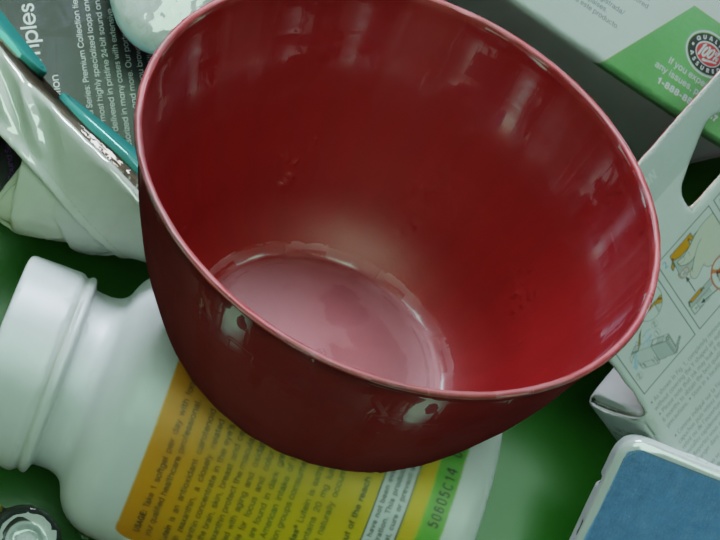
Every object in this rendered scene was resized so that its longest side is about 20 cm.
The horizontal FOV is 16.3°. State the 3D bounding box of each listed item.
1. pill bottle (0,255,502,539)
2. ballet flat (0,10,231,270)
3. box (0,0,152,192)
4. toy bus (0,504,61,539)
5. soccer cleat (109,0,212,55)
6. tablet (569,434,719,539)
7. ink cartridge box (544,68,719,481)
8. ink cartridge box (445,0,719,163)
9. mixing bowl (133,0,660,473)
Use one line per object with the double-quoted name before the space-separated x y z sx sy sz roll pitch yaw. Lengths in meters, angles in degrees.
"pill bottle" -0.053 0.067 1.000 0.199 0.111 0.112 21 74 -6
"ballet flat" -0.138 -0.056 1.009 0.200 0.069 0.069 45 73 6
"box" -0.081 -0.104 1.076 0.198 0.036 0.144 -6 77 -14
"toy bus" -0.090 0.168 0.995 0.199 0.065 0.079 32 75 -3
"soccer cleat" -0.043 -0.180 1.040 0.068 0.085 0.201 32 71 -2
"tablet" 0.174 0.157 1.043 0.199 0.014 0.131 21 107 -6
"ink cartridge box" 0.169 -0.010 1.056 0.200 0.043 0.174 -47 119 -17
"ink cartridge box" 0.126 -0.166 1.090 0.145 0.087 0.201 31 74 -18
"mixing bowl" 0.000 0.000 0.929 0.198 0.109 0.201 13 45 -13
